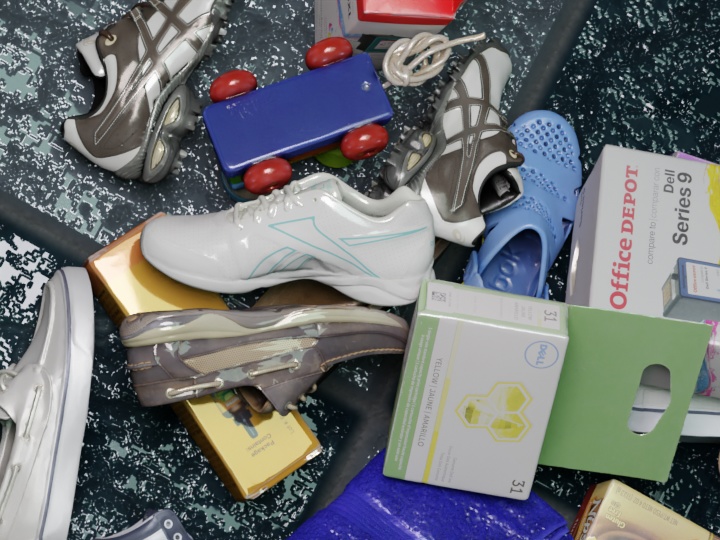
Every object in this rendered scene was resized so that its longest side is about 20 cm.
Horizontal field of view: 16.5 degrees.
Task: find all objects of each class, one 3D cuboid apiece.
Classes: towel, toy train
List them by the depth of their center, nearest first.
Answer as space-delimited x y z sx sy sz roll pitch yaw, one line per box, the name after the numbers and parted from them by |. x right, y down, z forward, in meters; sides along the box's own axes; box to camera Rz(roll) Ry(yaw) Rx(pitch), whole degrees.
0.043 0.193 1.695 0.148 0.050 0.200 43 51 8 | towel
-0.009 -0.106 1.730 0.200 0.116 0.085 -20 76 -8 | toy train

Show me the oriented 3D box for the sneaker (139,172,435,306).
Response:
-0.047 -0.029 1.661 0.200 0.070 0.080 3 121 -2 | sneaker

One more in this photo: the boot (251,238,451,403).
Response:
0.000 0.000 1.753 0.200 0.074 0.075 -43 84 -13 | boot

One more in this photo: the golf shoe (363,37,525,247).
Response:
0.078 -0.084 1.750 0.094 0.078 0.200 30 47 4 | golf shoe

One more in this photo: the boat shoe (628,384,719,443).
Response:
0.191 0.075 1.780 0.202 0.075 0.086 5 80 -15 | boat shoe

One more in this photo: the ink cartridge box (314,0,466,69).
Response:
0.020 -0.217 1.722 0.067 0.200 0.116 1 80 -13 | ink cartridge box

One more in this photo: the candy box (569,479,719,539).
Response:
0.233 0.247 1.770 0.200 0.055 0.116 30 75 -7 | candy box

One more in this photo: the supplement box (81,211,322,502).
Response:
-0.111 0.062 1.717 0.067 0.069 0.200 -33 88 -16 | supplement box

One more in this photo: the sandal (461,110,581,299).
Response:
0.116 -0.022 1.773 0.079 0.087 0.200 16 76 -9 | sandal

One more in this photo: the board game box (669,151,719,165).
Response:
0.308 -0.002 1.844 0.200 0.032 0.120 18 81 -10 | board game box

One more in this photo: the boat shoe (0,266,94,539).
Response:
-0.223 0.094 1.686 0.066 0.072 0.200 9 87 -16 | boat shoe

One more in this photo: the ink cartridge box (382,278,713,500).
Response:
0.125 0.088 1.676 0.200 0.146 0.048 10 35 -2 | ink cartridge box

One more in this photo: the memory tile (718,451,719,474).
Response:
0.338 0.081 1.798 0.153 0.017 0.200 15 68 -14 | memory tile

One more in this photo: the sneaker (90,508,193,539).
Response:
-0.090 0.211 1.694 0.200 0.070 0.109 -5 84 -11 | sneaker

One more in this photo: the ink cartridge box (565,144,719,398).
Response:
0.249 0.008 1.739 0.200 0.088 0.145 10 63 -3 | ink cartridge box

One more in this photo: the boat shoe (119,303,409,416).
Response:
-0.064 0.060 1.665 0.200 0.074 0.073 -2 90 -18 | boat shoe

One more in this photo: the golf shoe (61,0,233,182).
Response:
-0.145 -0.163 1.732 0.094 0.078 0.200 20 76 -9 | golf shoe
